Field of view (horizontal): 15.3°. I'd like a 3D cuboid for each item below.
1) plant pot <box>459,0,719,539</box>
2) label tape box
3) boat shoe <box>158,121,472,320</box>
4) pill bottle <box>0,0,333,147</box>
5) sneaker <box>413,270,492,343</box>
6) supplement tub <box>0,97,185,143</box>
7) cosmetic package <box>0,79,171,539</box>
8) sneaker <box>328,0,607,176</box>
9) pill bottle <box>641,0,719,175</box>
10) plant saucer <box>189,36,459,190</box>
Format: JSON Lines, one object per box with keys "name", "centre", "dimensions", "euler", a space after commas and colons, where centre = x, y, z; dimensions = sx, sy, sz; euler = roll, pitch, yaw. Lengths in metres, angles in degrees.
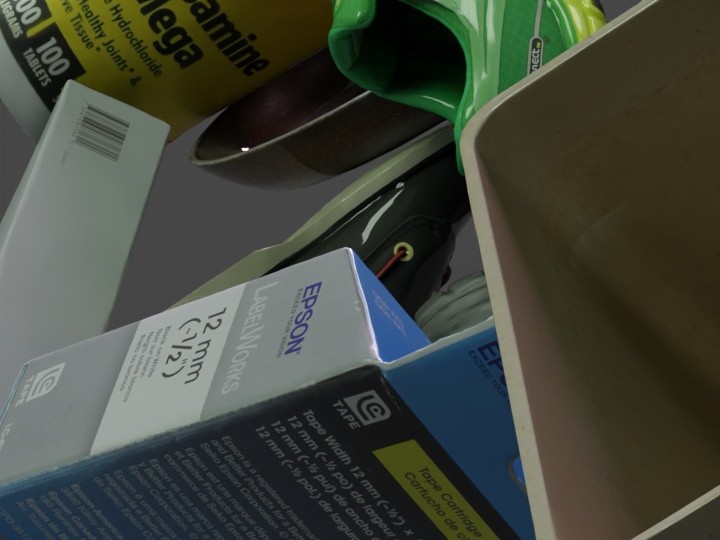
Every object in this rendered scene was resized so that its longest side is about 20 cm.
{"name": "plant pot", "centre": [0.162, 0.020, 0.656], "dimensions": [0.200, 0.177, 0.200], "euler": [-32, 30, 15]}
{"name": "label tape box", "centre": [0.004, 0.069, 0.810], "dimensions": [0.200, 0.143, 0.066], "euler": [-20, 35, 32]}
{"name": "boat shoe", "centre": [-0.001, 0.001, 1.002], "dimensions": [0.201, 0.063, 0.074], "euler": [-37, 0, -21]}
{"name": "pill bottle", "centre": [-0.058, -0.132, 1.112], "dimensions": [0.200, 0.113, 0.113], "euler": [-30, 30, 15]}
{"name": "sneaker", "centre": [0.081, 0.035, 0.845], "dimensions": [0.200, 0.076, 0.091], "euler": [-32, 34, 16]}
{"name": "supplement tub", "centre": [-0.148, -0.150, 1.234], "dimensions": [0.122, 0.200, 0.123], "euler": [-29, 30, 19]}
{"name": "cosmetic package", "centre": [-0.140, 0.045, 1.040], "dimensions": [0.151, 0.052, 0.200], "euler": [-55, 15, 41]}
{"name": "sneaker", "centre": [0.017, -0.112, 0.953], "dimensions": [0.083, 0.074, 0.200], "euler": [-26, 53, -11]}
{"name": "pill bottle", "centre": [0.190, -0.073, 0.781], "dimensions": [0.199, 0.113, 0.113], "euler": [-14, 32, 0]}
{"name": "plant saucer", "centre": [0.022, -0.087, 1.078], "dimensions": [0.200, 0.032, 0.200], "euler": [-30, 13, 8]}
